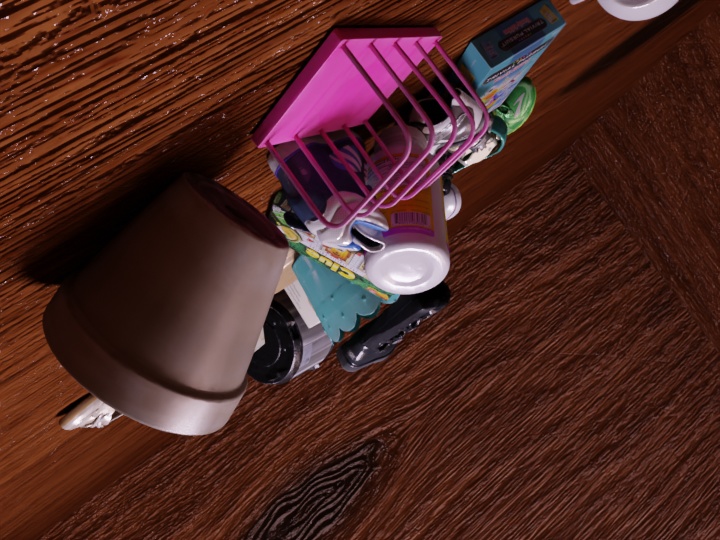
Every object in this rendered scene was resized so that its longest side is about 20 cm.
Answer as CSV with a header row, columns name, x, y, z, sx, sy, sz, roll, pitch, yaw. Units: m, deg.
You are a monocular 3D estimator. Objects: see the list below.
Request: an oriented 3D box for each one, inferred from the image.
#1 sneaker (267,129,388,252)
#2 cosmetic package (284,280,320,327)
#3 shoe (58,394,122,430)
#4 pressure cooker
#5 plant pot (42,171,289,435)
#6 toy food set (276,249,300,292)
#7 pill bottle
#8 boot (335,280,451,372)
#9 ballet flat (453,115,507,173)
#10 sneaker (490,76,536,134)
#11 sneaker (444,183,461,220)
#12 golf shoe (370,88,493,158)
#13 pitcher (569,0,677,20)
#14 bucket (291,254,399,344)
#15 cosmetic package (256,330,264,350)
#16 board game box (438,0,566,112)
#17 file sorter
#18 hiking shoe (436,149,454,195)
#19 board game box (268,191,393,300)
name,x,y,z,sx,sy,sz,roll,pitch,yaw
sneaker,-0.016,-0.081,0.793,0.080,0.148,0.199,-38,174,23
cosmetic package,-0.034,0.006,1.268,0.197,0.106,0.071,-30,-165,13
shoe,-0.416,0.225,1.175,0.070,0.054,0.199,-41,173,31
pressure cooker,-0.141,0.124,1.404,0.175,0.181,0.199,-37,172,32
plant pot,-0.158,0.015,0.639,0.175,0.198,0.200,-54,171,9
toy food set,-0.112,-0.023,1.132,0.196,0.049,0.200,-35,173,-24
pill bottle,0.053,-0.081,0.859,0.101,0.204,0.105,0,145,0
boot,0.068,0.074,1.116,0.200,0.066,0.164,-46,172,34
ballet flat,0.156,-0.194,1.168,0.197,0.068,0.071,-26,-150,19
sneaker,0.226,-0.258,1.214,0.199,0.075,0.083,-39,177,14
sneaker,0.068,-0.104,1.172,0.197,0.075,0.113,-2,-167,43
golf shoe,0.080,-0.192,0.950,0.197,0.094,0.079,-17,-133,34
pitcher,0.333,-0.374,0.874,0.169,0.123,0.200,-23,-166,34
bucket,0.000,0.000,1.078,0.205,0.136,0.207,-36,174,-4
cosmetic package,-0.209,0.084,1.114,0.070,0.106,0.200,-36,175,-14
board game box,0.179,-0.272,0.978,0.150,0.047,0.200,-35,173,-23
file sorter,0.023,-0.140,0.686,0.139,0.127,0.199,-41,172,35
hiking shoe,0.128,-0.173,1.113,0.198,0.102,0.076,-37,167,11
board game box,-0.032,-0.028,0.918,0.024,0.197,0.105,-63,-176,-21
